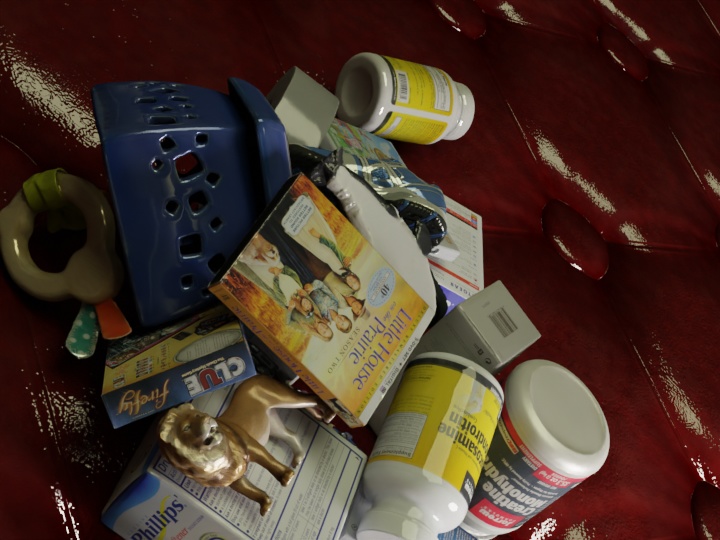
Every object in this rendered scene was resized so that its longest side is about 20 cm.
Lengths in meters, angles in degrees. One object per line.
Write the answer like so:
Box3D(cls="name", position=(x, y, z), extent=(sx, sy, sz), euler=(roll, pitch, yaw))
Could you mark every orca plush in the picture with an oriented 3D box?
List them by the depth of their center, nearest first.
Box3D(cls="orca plush", position=(0.001, -0.027, 1.266), extent=(0.200, 0.071, 0.106), euler=(42, 65, -24))

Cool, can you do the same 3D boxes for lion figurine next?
Box3D(cls="lion figurine", position=(-0.104, 0.143, 1.133), extent=(0.122, 0.073, 0.200), euler=(37, 23, 2))

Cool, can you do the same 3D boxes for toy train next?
Box3D(cls="toy train", position=(-0.068, 0.152, 1.351), extent=(0.200, 0.034, 0.046), euler=(45, 24, 1))

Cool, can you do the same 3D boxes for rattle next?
Box3D(cls="rattle", position=(-0.272, 0.002, 1.257), extent=(0.130, 0.143, 0.200), euler=(-40, 74, -9))

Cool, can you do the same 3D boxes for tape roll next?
Box3D(cls="tape roll", position=(-0.108, -0.137, 1.441), extent=(0.066, 0.200, 0.201), euler=(34, 38, -13))

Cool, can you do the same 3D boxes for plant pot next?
Box3D(cls="plant pot", position=(-0.163, -0.085, 1.248), extent=(0.177, 0.203, 0.200), euler=(-12, 24, -10))

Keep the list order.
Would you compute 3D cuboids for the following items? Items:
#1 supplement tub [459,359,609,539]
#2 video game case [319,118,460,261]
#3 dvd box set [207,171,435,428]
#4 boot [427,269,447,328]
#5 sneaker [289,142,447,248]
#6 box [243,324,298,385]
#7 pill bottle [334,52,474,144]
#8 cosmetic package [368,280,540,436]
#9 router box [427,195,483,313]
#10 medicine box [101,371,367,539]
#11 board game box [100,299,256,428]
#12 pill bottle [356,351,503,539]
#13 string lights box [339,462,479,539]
Box3D(cls="supplement tub", position=(0.167, 0.206, 1.382), extent=(0.139, 0.200, 0.142), euler=(25, 41, -24))
Box3D(cls="video game case", position=(0.028, -0.107, 1.563), extent=(0.181, 0.022, 0.201), euler=(15, 38, -54))
Box3D(cls="dvd box set", position=(-0.032, 0.029, 1.174), extent=(0.200, 0.029, 0.147), euler=(46, 60, -18))
Box3D(cls="boot", position=(0.000, 0.000, 1.347), extent=(0.201, 0.076, 0.168), euler=(58, 34, 4))
Box3D(cls="sneaker", position=(0.002, -0.087, 1.338), extent=(0.198, 0.076, 0.077), euler=(24, 39, -6))
Box3D(cls="box", position=(-0.045, 0.027, 1.429), extent=(0.113, 0.101, 0.200), euler=(47, 37, 2))
Box3D(cls="pill bottle", position=(0.068, -0.243, 1.783), extent=(0.198, 0.112, 0.113), euler=(5, 52, -42))
Box3D(cls="cosmetic package", position=(0.096, 0.112, 1.403), extent=(0.085, 0.200, 0.107), euler=(53, 35, 8))
Box3D(cls="router box", position=(0.073, -0.043, 1.652), extent=(0.198, 0.049, 0.181), euler=(29, 40, -21))
Box3D(cls="medicine box", position=(-0.116, 0.208, 1.191), extent=(0.199, 0.103, 0.183), euler=(37, 37, -10))
Box3D(cls="board game box", position=(-0.173, 0.078, 1.165), extent=(0.200, 0.134, 0.035), euler=(-127, -163, -75))
Box3D(cls="pill bottle", position=(0.067, 0.193, 1.253), extent=(0.111, 0.112, 0.202), euler=(33, 59, -15))
Box3D(cls="string lights box", position=(0.059, 0.304, 1.305), extent=(0.199, 0.059, 0.103), euler=(37, 38, -11))
